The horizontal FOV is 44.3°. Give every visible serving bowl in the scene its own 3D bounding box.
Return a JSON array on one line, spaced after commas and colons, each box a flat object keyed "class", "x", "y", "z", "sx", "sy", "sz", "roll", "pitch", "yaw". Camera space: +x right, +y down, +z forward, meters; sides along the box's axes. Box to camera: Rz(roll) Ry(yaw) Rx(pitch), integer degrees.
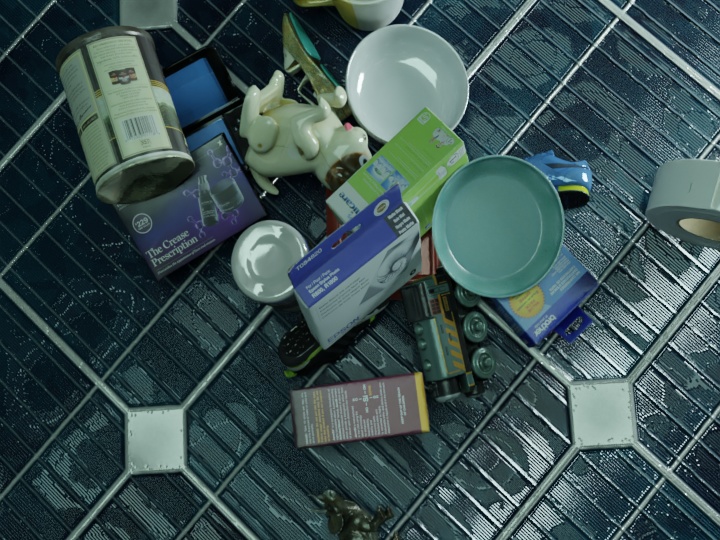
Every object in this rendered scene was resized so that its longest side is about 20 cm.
[{"class": "serving bowl", "x": 0.069, "y": -0.279, "z": 1.389, "sx": 0.195, "sy": 0.066, "sz": 0.205, "roll": 2, "pitch": 77, "yaw": -8}]

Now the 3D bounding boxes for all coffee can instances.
[{"class": "coffee can", "x": -0.334, "y": -0.218, "z": 1.255, "sx": 0.143, "sy": 0.146, "sz": 0.204, "roll": -21, "pitch": 79, "yaw": 0}]

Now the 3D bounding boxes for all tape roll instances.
[{"class": "tape roll", "x": 0.516, "y": -0.089, "z": 1.271, "sx": 0.198, "sy": 0.203, "sz": 0.072, "roll": 19, "pitch": 84, "yaw": 6}]

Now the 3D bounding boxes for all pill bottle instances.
[{"class": "pill bottle", "x": -0.110, "y": 0.000, "z": 1.297, "sx": 0.111, "sy": 0.200, "sz": 0.117, "roll": -1, "pitch": 82, "yaw": 8}]

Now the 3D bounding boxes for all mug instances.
[{"class": "mug", "x": -0.005, "y": -0.462, "z": 1.385, "sx": 0.183, "sy": 0.153, "sz": 0.152, "roll": 26, "pitch": 84, "yaw": 8}]

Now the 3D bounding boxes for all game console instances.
[{"class": "game console", "x": -0.269, "y": -0.214, "z": 1.385, "sx": 0.197, "sy": 0.116, "sz": 0.179, "roll": -28, "pitch": 81, "yaw": 0}]

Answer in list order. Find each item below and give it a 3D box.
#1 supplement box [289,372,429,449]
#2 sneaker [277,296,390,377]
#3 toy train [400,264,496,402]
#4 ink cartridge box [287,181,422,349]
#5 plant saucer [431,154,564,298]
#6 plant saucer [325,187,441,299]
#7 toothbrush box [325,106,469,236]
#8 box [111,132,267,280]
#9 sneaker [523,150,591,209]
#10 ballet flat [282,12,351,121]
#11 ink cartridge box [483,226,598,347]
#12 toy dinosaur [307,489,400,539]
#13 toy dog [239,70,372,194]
[{"class": "supplement box", "x": 0.001, "y": 0.207, "z": 1.307, "sx": 0.195, "sy": 0.110, "sz": 0.088, "roll": -8, "pitch": 80, "yaw": 2}, {"class": "sneaker", "x": -0.040, "y": 0.090, "z": 1.349, "sx": 0.198, "sy": 0.083, "sz": 0.072, "roll": -32, "pitch": 53, "yaw": -5}, {"class": "toy train", "x": 0.128, "y": 0.094, "z": 1.309, "sx": 0.112, "sy": 0.085, "sz": 0.205, "roll": -11, "pitch": 88, "yaw": -31}, {"class": "ink cartridge box", "x": 0.000, "y": 0.000, "z": 1.221, "sx": 0.198, "sy": 0.201, "sz": 0.041, "roll": -39, "pitch": 64, "yaw": -11}, {"class": "plant saucer", "x": 0.196, "y": -0.063, "z": 1.281, "sx": 0.195, "sy": 0.036, "sz": 0.206, "roll": 0, "pitch": 91, "yaw": -6}, {"class": "plant saucer", "x": 0.042, "y": -0.057, "z": 1.382, "sx": 0.194, "sy": 0.037, "sz": 0.205, "roll": -2, "pitch": 82, "yaw": 4}, {"class": "toothbrush box", "x": 0.063, "y": -0.113, "z": 1.290, "sx": 0.200, "sy": 0.146, "sz": 0.086, "roll": -44, "pitch": 66, "yaw": -3}, {"class": "box", "x": -0.262, "y": -0.100, "z": 1.365, "sx": 0.197, "sy": 0.079, "sz": 0.143, "roll": -31, "pitch": 100, "yaw": 0}, {"class": "sneaker", "x": 0.259, "y": -0.144, "z": 1.372, "sx": 0.195, "sy": 0.066, "sz": 0.080, "roll": 2, "pitch": 66, "yaw": 5}, {"class": "ballet flat", "x": -0.084, "y": -0.320, "z": 1.418, "sx": 0.070, "sy": 0.071, "sz": 0.202, "roll": -34, "pitch": 81, "yaw": -2}, {"class": "ink cartridge box", "x": 0.262, "y": 0.020, "z": 1.337, "sx": 0.136, "sy": 0.076, "sz": 0.200, "roll": -42, "pitch": 83, "yaw": -3}, {"class": "toy dinosaur", "x": 0.006, "y": 0.407, "z": 1.307, "sx": 0.100, "sy": 0.077, "sz": 0.204, "roll": -22, "pitch": 85, "yaw": 12}, {"class": "toy dog", "x": -0.076, "y": -0.185, "z": 1.333, "sx": 0.196, "sy": 0.140, "sz": 0.198, "roll": 20, "pitch": 111, "yaw": 10}]
